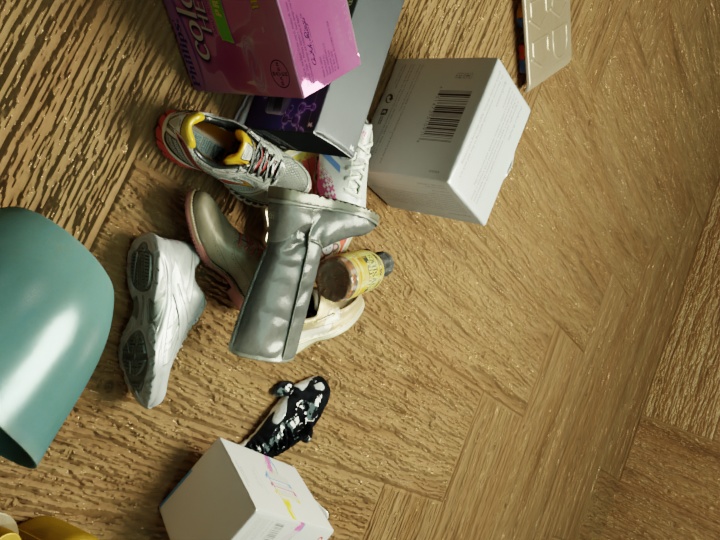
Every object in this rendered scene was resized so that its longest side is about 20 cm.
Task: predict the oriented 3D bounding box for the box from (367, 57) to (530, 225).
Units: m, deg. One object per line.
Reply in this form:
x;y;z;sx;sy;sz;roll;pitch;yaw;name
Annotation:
0.120;-0.198;1.008;0.130;0.197;0.203;36;75;-46;box

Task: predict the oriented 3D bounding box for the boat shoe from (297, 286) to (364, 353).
-0.068;0.059;0.963;0.198;0.073;0.071;-29;128;-40;boat shoe

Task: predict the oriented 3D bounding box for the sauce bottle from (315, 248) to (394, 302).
0.000;0.000;0.991;0.199;0.064;0.068;-23;121;-66;sauce bottle

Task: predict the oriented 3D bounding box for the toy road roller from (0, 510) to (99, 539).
-0.349;0.295;0.679;0.146;0.120;0.205;-42;132;-52;toy road roller

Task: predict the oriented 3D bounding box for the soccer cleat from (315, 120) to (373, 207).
-0.017;-0.148;0.878;0.069;0.085;0.206;-16;98;-44;soccer cleat

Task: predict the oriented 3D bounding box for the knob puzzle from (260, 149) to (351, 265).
-0.057;-0.080;0.932;0.217;0.030;0.226;-19;116;-46;knob puzzle

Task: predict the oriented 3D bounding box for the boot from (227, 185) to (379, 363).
-0.066;0.011;0.820;0.178;0.072;0.207;7;92;-36;boot

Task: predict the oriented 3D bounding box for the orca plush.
-0.104;0.226;0.974;0.197;0.070;0.108;-19;116;-45;orca plush

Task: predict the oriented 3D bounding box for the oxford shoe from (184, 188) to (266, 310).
-0.148;-0.027;0.827;0.202;0.073;0.072;63;22;-46;oxford shoe

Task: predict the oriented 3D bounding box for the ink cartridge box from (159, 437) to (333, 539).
-0.144;0.339;0.898;0.129;0.125;0.200;-47;138;2;ink cartridge box

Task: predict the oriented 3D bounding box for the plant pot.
-0.316;0.045;0.586;0.163;0.196;0.203;-59;139;-34;plant pot

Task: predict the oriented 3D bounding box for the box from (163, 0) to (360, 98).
-0.116;-0.289;0.701;0.096;0.197;0.180;-38;128;-33;box

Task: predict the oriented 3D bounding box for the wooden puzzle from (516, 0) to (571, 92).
0.363;-0.482;1.328;0.184;0.046;0.205;-37;132;-36;wooden puzzle

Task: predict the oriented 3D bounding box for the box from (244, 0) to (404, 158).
-0.046;-0.251;0.809;0.078;0.139;0.205;22;84;-49;box

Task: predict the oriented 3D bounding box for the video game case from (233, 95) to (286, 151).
-0.090;-0.168;0.906;0.199;0.023;0.186;40;71;-48;video game case

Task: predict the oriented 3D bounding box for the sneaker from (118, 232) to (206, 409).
-0.222;0.061;0.784;0.098;0.077;0.206;0;103;-52;sneaker

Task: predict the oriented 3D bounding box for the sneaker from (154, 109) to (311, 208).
-0.139;-0.126;0.783;0.196;0.081;0.080;18;85;-36;sneaker
